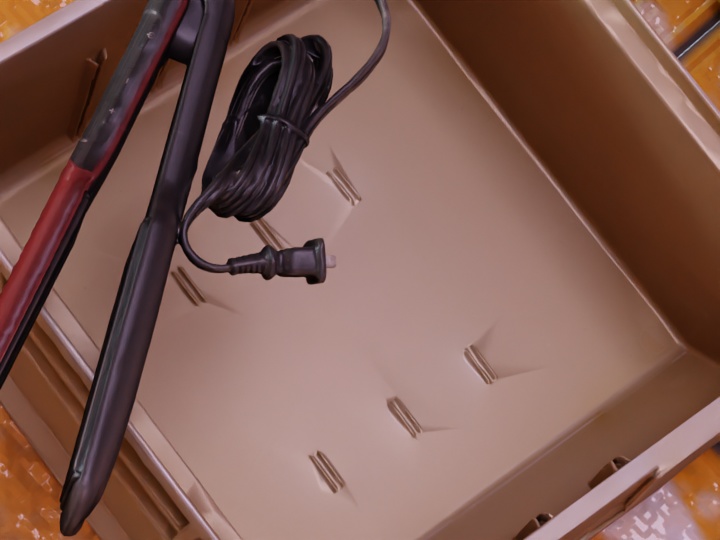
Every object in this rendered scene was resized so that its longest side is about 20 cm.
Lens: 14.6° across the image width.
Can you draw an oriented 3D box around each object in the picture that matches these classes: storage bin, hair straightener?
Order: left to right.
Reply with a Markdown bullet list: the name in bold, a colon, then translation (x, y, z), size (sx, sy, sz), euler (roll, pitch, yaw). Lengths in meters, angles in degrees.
- **hair straightener**: translation (-0.041, -0.018, 0.741), size (0.077, 0.041, 0.200), euler (24, 61, -3)
- **storage bin**: translation (0.000, 0.000, 0.810), size (0.200, 0.094, 0.199), euler (-34, 79, -24)

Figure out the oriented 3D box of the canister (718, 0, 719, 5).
- **canister**: translation (0.231, -0.095, 0.910), size (0.200, 0.087, 0.149), euler (-23, 75, -20)
